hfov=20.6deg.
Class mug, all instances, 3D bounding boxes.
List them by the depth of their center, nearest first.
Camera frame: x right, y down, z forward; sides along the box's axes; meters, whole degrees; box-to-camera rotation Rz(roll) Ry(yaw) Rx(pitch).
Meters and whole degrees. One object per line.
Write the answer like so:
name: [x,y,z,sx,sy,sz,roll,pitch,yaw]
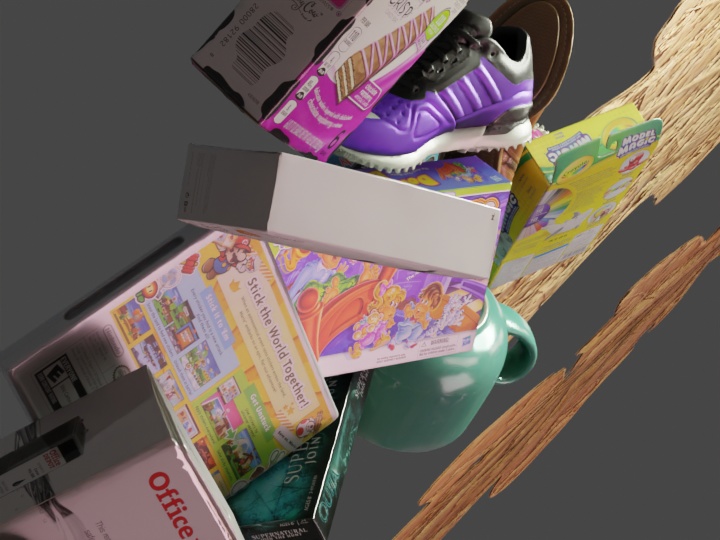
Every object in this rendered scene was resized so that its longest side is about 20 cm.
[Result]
mug: [0.055,0.050,1.643,0.185,0.152,0.115,-33,158,-45]

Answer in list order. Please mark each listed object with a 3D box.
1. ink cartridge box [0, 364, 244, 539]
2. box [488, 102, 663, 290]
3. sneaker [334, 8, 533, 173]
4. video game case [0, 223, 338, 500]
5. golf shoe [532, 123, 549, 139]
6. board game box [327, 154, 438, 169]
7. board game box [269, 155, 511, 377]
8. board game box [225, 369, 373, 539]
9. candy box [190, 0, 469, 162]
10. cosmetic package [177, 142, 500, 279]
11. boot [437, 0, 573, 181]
ink cartridge box: [-0.178,0.170,1.188,0.199,0.083,0.147,-27,126,-3]
box: [0.166,-0.065,1.628,0.117,0.049,0.200,-21,160,-27]
sneaker: [0.043,-0.129,1.319,0.199,0.069,0.100,-14,121,-44]
video game case: [-0.115,0.075,1.248,0.182,0.023,0.201,-35,133,-16]
golf shoe: [0.138,-0.081,1.724,0.091,0.075,0.200,-41,159,11]
board game box: [-0.016,-0.022,1.455,0.151,0.047,0.200,-42,165,-21]
board game box: [0.000,0.000,1.340,0.199,0.045,0.135,-9,122,-35]
board game box: [-0.068,0.119,1.370,0.134,0.028,0.201,-12,-146,21]
candy box: [0.008,-0.161,1.120,0.200,0.061,0.136,-49,165,5]
cosmetic package: [-0.010,-0.033,1.202,0.199,0.082,0.051,12,86,-46]
boot: [0.104,-0.123,1.508,0.201,0.073,0.155,-64,176,11]
